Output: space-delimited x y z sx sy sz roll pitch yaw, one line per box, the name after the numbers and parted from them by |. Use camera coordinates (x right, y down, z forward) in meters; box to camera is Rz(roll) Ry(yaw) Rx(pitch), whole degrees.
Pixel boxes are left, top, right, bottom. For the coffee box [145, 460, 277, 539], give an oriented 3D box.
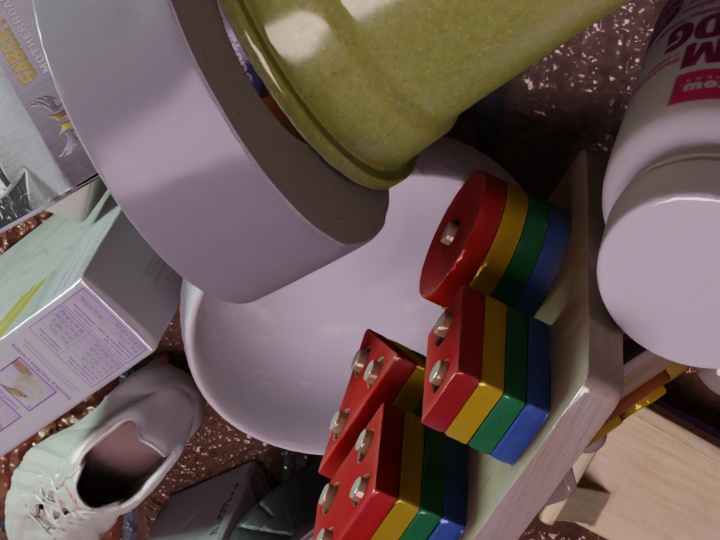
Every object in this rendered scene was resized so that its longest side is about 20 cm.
-0.046 0.229 1.520 0.080 0.114 0.200 -25 114 32 | coffee box

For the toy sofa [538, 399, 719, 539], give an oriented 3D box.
0.199 0.132 1.394 0.200 0.098 0.083 28 105 -3 | toy sofa

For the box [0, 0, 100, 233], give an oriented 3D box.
-0.195 -0.119 1.212 0.200 0.048 0.158 60 154 -6 | box

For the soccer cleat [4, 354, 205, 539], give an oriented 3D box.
-0.161 0.124 1.502 0.069 0.078 0.200 37 129 -10 | soccer cleat

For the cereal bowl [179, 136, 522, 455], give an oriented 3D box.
0.000 0.000 1.327 0.200 0.083 0.200 -9 134 -9 | cereal bowl

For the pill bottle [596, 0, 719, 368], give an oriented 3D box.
0.174 -0.052 1.174 0.113 0.200 0.113 9 128 12 | pill bottle

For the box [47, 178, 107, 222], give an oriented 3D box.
-0.142 -0.129 1.303 0.068 0.082 0.200 21 128 4 | box

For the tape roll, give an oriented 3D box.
-0.065 -0.088 1.150 0.066 0.200 0.200 -25 115 20 | tape roll

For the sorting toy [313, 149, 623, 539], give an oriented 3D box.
0.044 0.057 1.214 0.070 0.199 0.200 25 122 -12 | sorting toy

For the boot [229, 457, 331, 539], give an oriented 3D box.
0.043 0.154 1.453 0.200 0.073 0.151 -35 123 11 | boot

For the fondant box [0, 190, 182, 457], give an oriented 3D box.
-0.170 0.025 1.386 0.058 0.144 0.200 43 127 -16 | fondant box

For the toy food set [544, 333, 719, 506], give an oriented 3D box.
0.150 0.061 1.251 0.060 0.200 0.144 57 160 0 | toy food set

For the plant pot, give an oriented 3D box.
0.049 -0.163 1.156 0.184 0.200 0.200 -24 116 20 | plant pot
